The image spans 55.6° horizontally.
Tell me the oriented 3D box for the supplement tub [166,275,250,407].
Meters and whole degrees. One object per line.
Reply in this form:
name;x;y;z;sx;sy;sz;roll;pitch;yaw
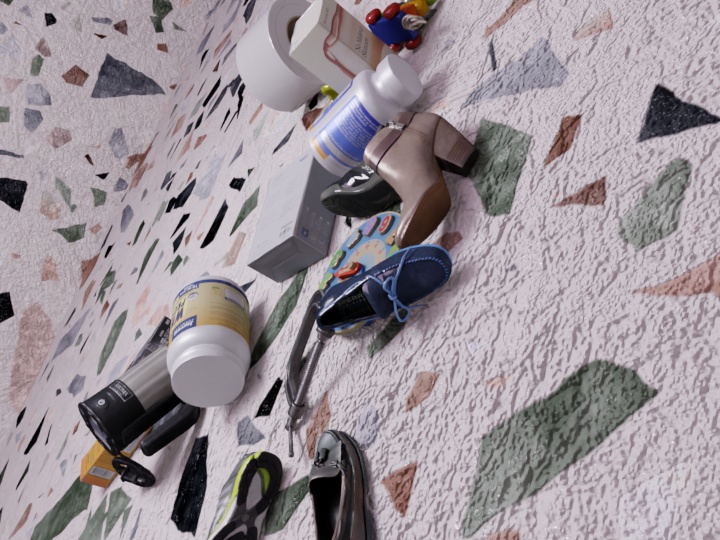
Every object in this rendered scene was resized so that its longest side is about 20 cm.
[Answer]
supplement tub;-0.264;0.122;1.199;0.145;0.143;0.202;-46;32;23

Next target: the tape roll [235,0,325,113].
tape roll;-0.155;-0.472;1.499;0.138;0.201;0.206;-23;45;47

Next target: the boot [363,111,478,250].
boot;0.062;-0.131;0.931;0.145;0.071;0.201;28;68;31

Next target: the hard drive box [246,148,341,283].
hard drive box;-0.115;-0.102;1.231;0.155;0.076;0.203;-25;45;45

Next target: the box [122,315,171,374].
box;-0.489;0.219;1.523;0.201;0.049;0.158;-51;13;17

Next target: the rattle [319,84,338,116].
rattle;-0.082;-0.299;1.300;0.201;0.142;0.130;-52;48;2

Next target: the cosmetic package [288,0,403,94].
cosmetic package;-0.018;-0.370;1.189;0.087;0.198;0.105;-34;38;38

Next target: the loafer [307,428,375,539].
loafer;-0.030;0.257;0.791;0.072;0.062;0.201;-48;31;19

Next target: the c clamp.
c clamp;-0.074;0.134;0.975;0.171;0.027;0.204;-128;54;-69

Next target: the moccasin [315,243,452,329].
moccasin;0.029;0.035;0.863;0.198;0.081;0.068;-29;17;31

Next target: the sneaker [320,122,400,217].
sneaker;0.021;-0.155;1.070;0.198;0.076;0.116;-22;45;44

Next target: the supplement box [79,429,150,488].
supplement box;-0.525;0.373;1.469;0.201;0.068;0.067;-49;33;15

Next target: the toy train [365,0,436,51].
toy train;0.102;-0.466;1.222;0.116;0.085;0.199;-50;28;-10

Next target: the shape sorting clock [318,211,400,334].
shape sorting clock;0.000;0.000;0.997;0.199;0.039;0.203;-38;36;35

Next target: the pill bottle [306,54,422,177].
pill bottle;0.009;-0.259;1.140;0.199;0.111;0.114;-38;35;33

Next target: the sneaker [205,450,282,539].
sneaker;-0.173;0.346;0.947;0.203;0.073;0.081;-63;20;-16

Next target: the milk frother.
milk frother;-0.403;0.285;1.300;0.187;0.180;0.201;-37;-19;-34
